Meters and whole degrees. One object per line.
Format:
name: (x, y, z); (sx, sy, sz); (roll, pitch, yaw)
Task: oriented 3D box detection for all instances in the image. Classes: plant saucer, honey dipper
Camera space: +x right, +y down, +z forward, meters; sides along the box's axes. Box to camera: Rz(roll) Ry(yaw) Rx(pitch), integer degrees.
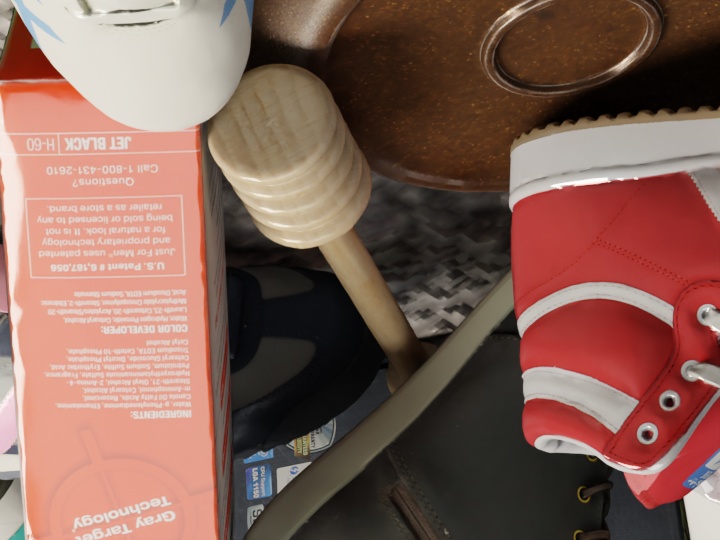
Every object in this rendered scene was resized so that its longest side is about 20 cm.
plant saucer: (0.057, -0.077, 0.845); (0.199, 0.035, 0.200); (-9, 151, -5)
honey dipper: (0.000, 0.000, 0.892); (0.038, 0.038, 0.200); (-11, 153, 11)

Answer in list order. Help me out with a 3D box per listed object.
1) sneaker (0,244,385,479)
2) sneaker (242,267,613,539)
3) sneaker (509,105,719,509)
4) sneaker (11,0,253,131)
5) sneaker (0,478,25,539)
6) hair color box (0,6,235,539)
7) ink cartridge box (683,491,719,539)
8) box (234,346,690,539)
sneaker: (-0.094, 0.023, 0.967); (0.199, 0.070, 0.082); (-9, 142, 7)
sneaker: (0.066, 0.065, 0.932); (0.200, 0.106, 0.075); (-43, 160, -11)
sneaker: (0.130, 0.009, 0.817); (0.199, 0.113, 0.071); (-6, 163, 34)
sneaker: (-0.066, -0.099, 0.713); (0.072, 0.073, 0.200); (-5, 140, 5)
sneaker: (-0.164, 0.143, 1.104); (0.200, 0.084, 0.121); (-28, 124, 27)
hair color box: (-0.071, 0.017, 0.884); (0.061, 0.102, 0.201); (-2, 115, 0)
ink cartridge box: (0.183, 0.104, 0.943); (0.083, 0.145, 0.201); (11, 122, 39)
box: (0.036, 0.122, 0.987); (0.157, 0.201, 0.051); (-10, 149, 11)
